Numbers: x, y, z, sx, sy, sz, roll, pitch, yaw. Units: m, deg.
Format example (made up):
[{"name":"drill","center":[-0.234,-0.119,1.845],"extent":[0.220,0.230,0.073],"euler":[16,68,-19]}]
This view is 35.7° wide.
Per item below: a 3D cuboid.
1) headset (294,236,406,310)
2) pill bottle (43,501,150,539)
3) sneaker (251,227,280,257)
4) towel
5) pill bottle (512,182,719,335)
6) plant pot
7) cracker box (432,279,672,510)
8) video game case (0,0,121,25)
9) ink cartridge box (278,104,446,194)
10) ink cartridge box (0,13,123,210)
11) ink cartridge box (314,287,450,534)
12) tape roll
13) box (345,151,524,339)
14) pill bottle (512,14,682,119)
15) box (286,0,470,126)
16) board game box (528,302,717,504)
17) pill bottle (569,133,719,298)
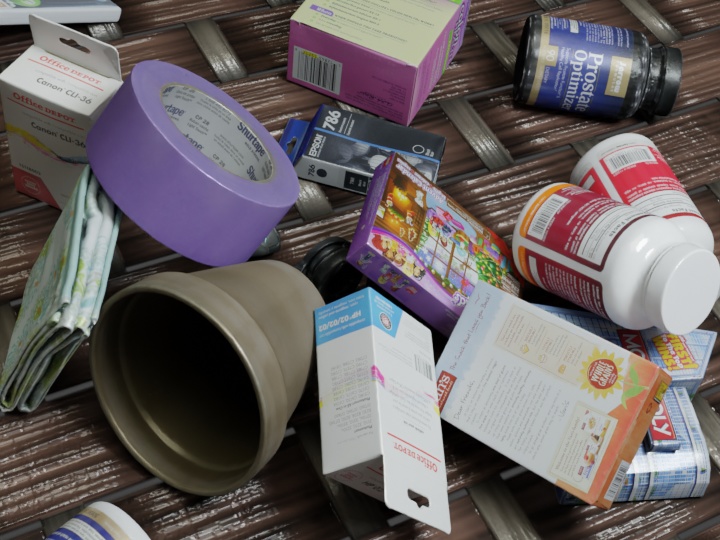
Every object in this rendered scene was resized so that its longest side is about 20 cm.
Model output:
[{"name":"headset","center":[0.000,0.000,1.157],"extent":[0.122,0.095,0.201],"euler":[23,42,12]},{"name":"pill bottle","center":[-0.246,0.281,0.857],"extent":[0.115,0.117,0.199],"euler":[37,53,24]},{"name":"sneaker","center":[-0.134,-0.095,1.249],"extent":[0.078,0.076,0.203],"euler":[4,56,-18]},{"name":"towel","center":[-0.283,0.015,1.053],"extent":[0.048,0.171,0.202],"euler":[24,43,-23]},{"name":"pill bottle","center":[0.254,-0.010,1.121],"extent":[0.112,0.115,0.199],"euler":[-24,32,-26]},{"name":"plant pot","center":[-0.120,0.076,1.029],"extent":[0.198,0.202,0.173],"euler":[30,34,18]},{"name":"cracker box","center":[0.167,0.112,1.035],"extent":[0.198,0.058,0.136],"euler":[27,89,33]},{"name":"video game case","center":[-0.433,-0.365,1.419],"extent":[0.181,0.024,0.199],"euler":[39,31,23]},{"name":"ink cartridge box","center":[-0.003,-0.139,1.319],"extent":[0.196,0.040,0.100],"euler":[14,49,5]},{"name":"ink cartridge box","center":[-0.311,-0.156,1.179],"extent":[0.115,0.202,0.068],"euler":[22,48,12]},{"name":"ink cartridge box","center":[0.019,0.134,1.005],"extent":[0.067,0.115,0.203],"euler":[-21,56,27]},{"name":"tape roll","center":[-0.160,-0.104,1.086],"extent":[0.199,0.085,0.201],"euler":[37,22,-18]},{"name":"box","center":[0.084,-0.011,1.150],"extent":[0.199,0.039,0.138],"euler":[37,45,-20]},{"name":"pill bottle","center":[0.298,-0.254,1.415],"extent":[0.196,0.113,0.113],"euler":[9,47,1]},{"name":"box","center":[0.026,-0.305,1.432],"extent":[0.173,0.098,0.201],"euler":[22,50,12]},{"name":"board game box","center":[0.272,0.124,1.110],"extent":[0.196,0.062,0.202],"euler":[-2,49,-9]},{"name":"pill bottle","center":[0.317,-0.045,1.232],"extent":[0.110,0.113,0.202],"euler":[-8,50,-15]}]
